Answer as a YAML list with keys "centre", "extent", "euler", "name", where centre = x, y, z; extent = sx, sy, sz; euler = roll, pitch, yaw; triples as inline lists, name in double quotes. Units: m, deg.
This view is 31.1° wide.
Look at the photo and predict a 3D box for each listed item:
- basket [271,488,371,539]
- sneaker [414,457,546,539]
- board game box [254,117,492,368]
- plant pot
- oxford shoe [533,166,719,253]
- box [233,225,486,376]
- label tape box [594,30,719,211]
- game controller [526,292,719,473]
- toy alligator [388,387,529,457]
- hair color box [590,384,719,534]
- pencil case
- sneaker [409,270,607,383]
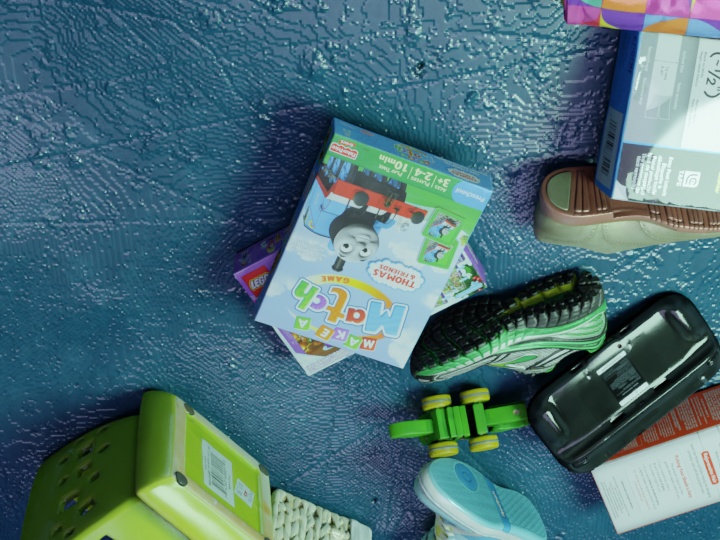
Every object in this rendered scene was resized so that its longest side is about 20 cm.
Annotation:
- centre: [-0.092, 0.347, 1.367]
  extent: [0.123, 0.136, 0.200]
  euler: [33, 115, -15]
  name: "basket"
- centre: [0.092, 0.271, 1.335]
  extent: [0.130, 0.080, 0.200]
  euler: [-37, 134, 21]
  name: "sneaker"
- centre: [0.009, -0.019, 1.155]
  extent: [0.150, 0.037, 0.201]
  euler: [18, 119, -12]
  name: "board game box"
- centre: [-0.197, 0.250, 1.270]
  extent: [0.181, 0.200, 0.199]
  euler: [-40, 114, 14]
  name: "plant pot"
- centre: [0.254, -0.052, 1.184]
  extent: [0.198, 0.071, 0.074]
  euler: [5, 147, -6]
  name: "oxford shoe"
- centre: [0.000, 0.000, 1.210]
  extent: [0.199, 0.039, 0.137]
  euler: [-27, 119, 14]
  name: "box"
- centre: [0.314, -0.126, 1.110]
  extent: [0.198, 0.066, 0.145]
  euler: [6, 104, -4]
  name: "label tape box"
- centre: [0.260, 0.111, 1.269]
  extent: [0.200, 0.042, 0.105]
  euler: [-38, 102, 2]
  name: "game controller"
- centre: [0.125, 0.151, 1.305]
  extent: [0.198, 0.060, 0.054]
  euler: [-8, 167, -5]
  name: "toy alligator"
- centre: [0.338, 0.187, 1.325]
  extent: [0.199, 0.061, 0.102]
  euler: [-20, 120, 11]
  name: "hair color box"
- centre: [0.260, -0.230, 1.033]
  extent: [0.198, 0.089, 0.089]
  euler: [6, 122, 7]
  name: "pencil case"
- centre: [0.143, 0.074, 1.238]
  extent: [0.198, 0.078, 0.086]
  euler: [-16, 121, 7]
  name: "sneaker"
